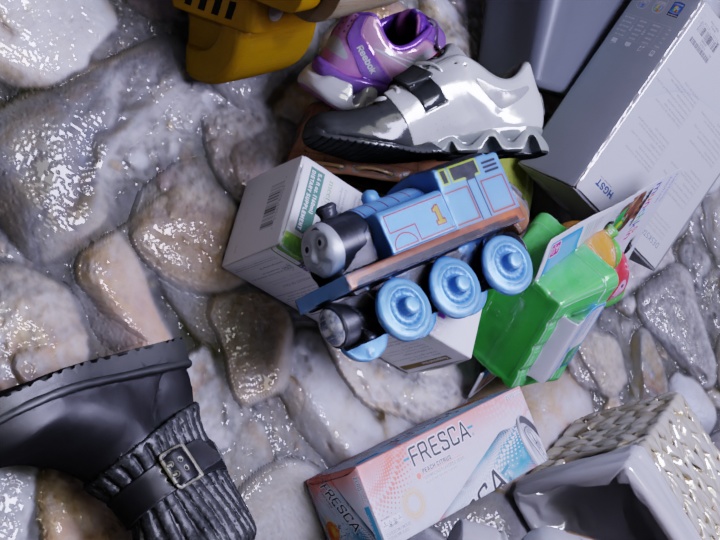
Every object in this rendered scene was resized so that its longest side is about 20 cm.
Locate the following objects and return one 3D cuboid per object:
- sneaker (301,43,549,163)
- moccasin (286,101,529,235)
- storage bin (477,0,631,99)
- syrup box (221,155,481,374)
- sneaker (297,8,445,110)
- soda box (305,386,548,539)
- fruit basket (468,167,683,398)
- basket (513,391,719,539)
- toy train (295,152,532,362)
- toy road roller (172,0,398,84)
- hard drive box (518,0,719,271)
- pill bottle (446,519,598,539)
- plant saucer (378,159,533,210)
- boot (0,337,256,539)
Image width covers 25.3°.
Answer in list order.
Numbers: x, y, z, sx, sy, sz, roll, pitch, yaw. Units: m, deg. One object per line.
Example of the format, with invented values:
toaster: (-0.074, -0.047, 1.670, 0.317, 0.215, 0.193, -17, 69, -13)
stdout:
sneaker: (0.047, -0.127, 1.220, 0.199, 0.074, 0.089, -3, 88, -25)
moccasin: (0.039, -0.067, 1.281, 0.201, 0.074, 0.078, 22, 77, -15)
storage bin: (0.191, -0.226, 1.470, 0.200, 0.145, 0.135, 10, 96, -40)
syrup box: (0.000, 0.000, 1.241, 0.200, 0.081, 0.079, 31, 60, -29)
sneaker: (0.049, -0.161, 1.284, 0.200, 0.080, 0.089, 9, 108, -37)
soda box: (0.055, 0.155, 1.247, 0.200, 0.064, 0.069, -21, 89, -43)
fruit basket: (0.184, 0.014, 1.342, 0.200, 0.185, 0.094, -21, 58, -41)
basket: (0.246, 0.215, 1.347, 0.200, 0.135, 0.123, 56, 45, -13)
toy train: (0.039, -0.011, 1.171, 0.200, 0.087, 0.115, -22, 85, -37)
toy road roller: (-0.061, -0.204, 1.196, 0.123, 0.200, 0.146, -22, 126, -43)
hard drive box: (0.258, -0.127, 1.432, 0.200, 0.077, 0.156, -55, 133, -5)
pill bottle: (0.159, 0.259, 1.226, 0.199, 0.114, 0.115, 16, 61, -4)
plant saucer: (0.085, -0.099, 1.387, 0.200, 0.031, 0.201, 16, 64, -38)
boot: (-0.166, 0.139, 1.046, 0.211, 0.079, 0.158, -14, 85, -44)
